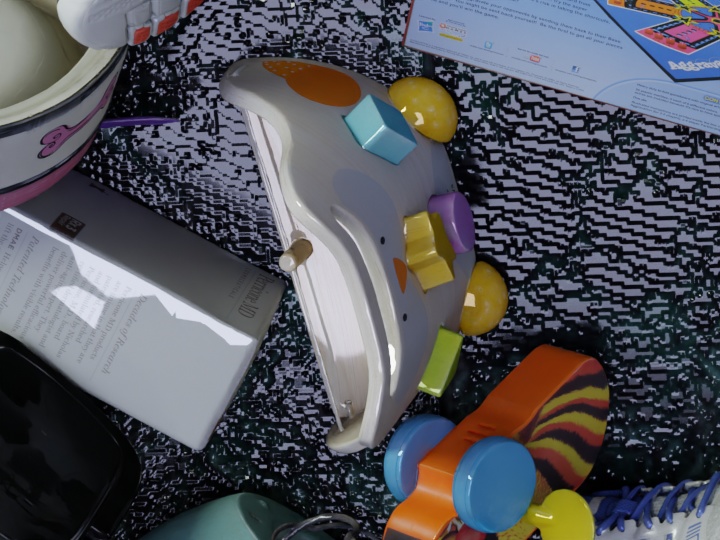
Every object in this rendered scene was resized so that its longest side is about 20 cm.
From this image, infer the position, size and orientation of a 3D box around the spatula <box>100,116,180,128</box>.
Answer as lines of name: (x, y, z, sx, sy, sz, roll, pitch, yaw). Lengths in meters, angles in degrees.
spatula: (-0.188, -0.088, 1.433, 0.200, 0.057, 0.021, 14, 94, 11)

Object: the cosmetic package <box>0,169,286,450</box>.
cosmetic package: (-0.143, 0.001, 1.420, 0.200, 0.102, 0.074, 26, 108, -1)

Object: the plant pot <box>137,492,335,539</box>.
plant pot: (-0.062, 0.210, 1.422, 0.201, 0.201, 0.161, 39, 99, -4)

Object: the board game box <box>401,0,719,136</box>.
board game box: (0.125, -0.120, 1.368, 0.200, 0.019, 0.103, 16, 142, 2)

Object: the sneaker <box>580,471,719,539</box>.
sneaker: (0.143, 0.139, 1.414, 0.088, 0.075, 0.200, 44, 126, 1)

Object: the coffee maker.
coffee maker: (-0.214, 0.125, 1.386, 0.135, 0.192, 0.200, 32, 119, -27)

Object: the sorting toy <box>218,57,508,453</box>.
sorting toy: (0.000, 0.000, 1.360, 0.107, 0.180, 0.200, -14, 103, 11)

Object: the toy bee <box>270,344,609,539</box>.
toy bee: (0.046, 0.124, 1.408, 0.200, 0.131, 0.109, -22, 118, -14)

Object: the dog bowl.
dog bowl: (-0.206, -0.104, 1.359, 0.200, 0.200, 0.074, 10, 135, 4)

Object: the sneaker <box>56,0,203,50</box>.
sneaker: (-0.090, -0.179, 1.339, 0.082, 0.200, 0.077, 36, 142, 10)
